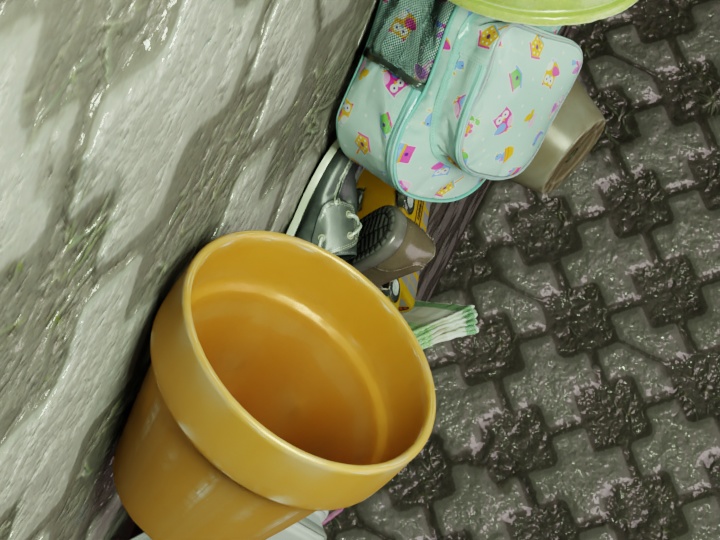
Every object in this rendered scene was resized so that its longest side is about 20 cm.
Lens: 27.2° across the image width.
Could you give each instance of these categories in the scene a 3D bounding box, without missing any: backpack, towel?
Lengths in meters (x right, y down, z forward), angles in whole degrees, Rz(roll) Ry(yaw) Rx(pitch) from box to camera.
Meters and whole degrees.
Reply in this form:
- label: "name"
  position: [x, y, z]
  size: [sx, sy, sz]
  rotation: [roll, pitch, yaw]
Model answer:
- label: "backpack"
  position: [0.080, -0.153, 1.269]
  size: [0.176, 0.153, 0.200]
  rotation: [2, 125, -54]
- label: "towel"
  position: [0.005, 0.079, 1.488]
  size: [0.200, 0.031, 0.149]
  rotation: [-22, -170, -22]

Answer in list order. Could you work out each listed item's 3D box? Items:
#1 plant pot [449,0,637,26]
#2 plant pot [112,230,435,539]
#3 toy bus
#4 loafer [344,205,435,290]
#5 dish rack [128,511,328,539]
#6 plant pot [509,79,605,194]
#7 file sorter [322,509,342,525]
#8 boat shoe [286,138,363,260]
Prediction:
- label: "plant pot"
  position: [0.141, -0.320, 1.136]
  size: [0.184, 0.200, 0.200]
  rotation: [93, 22, -44]
- label: "plant pot"
  position: [-0.079, 0.105, 1.052]
  size: [0.183, 0.200, 0.200]
  rotation: [-49, -177, 35]
- label: "toy bus"
  position: [0.024, -0.025, 1.529]
  size: [0.078, 0.065, 0.200]
  rotation: [57, 36, -50]
- label: "loafer"
  position: [0.000, 0.000, 1.404]
  size: [0.200, 0.071, 0.073]
  rotation: [-20, -132, 57]
- label: "dish rack"
  position: [-0.119, 0.249, 1.296]
  size: [0.171, 0.044, 0.200]
  rotation: [-28, 154, 6]
- label: "plant pot"
  position: [0.191, -0.189, 1.793]
  size: [0.200, 0.174, 0.200]
  rotation: [-44, 165, -15]
- label: "file sorter"
  position: [-0.105, 0.255, 1.478]
  size: [0.200, 0.139, 0.125]
  rotation: [-65, 163, 15]
- label: "boat shoe"
  position: [-0.027, -0.038, 1.343]
  size: [0.200, 0.068, 0.072]
  rotation: [-65, 169, 0]
